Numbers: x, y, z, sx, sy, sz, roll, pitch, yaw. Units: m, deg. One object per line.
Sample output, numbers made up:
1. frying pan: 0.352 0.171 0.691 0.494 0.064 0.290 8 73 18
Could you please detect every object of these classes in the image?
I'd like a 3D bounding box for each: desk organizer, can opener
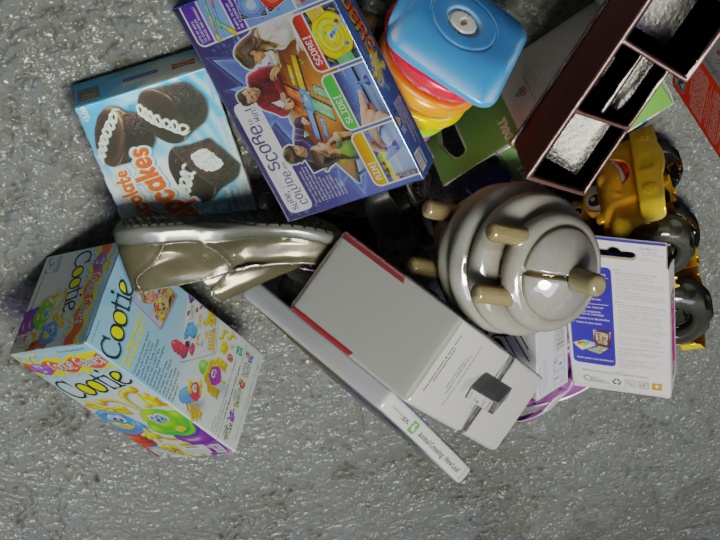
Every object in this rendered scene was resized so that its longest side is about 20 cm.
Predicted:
1. desk organizer: 0.203 -0.149 1.168 0.071 0.077 0.201 27 112 -14
2. can opener: 0.060 -0.027 1.386 0.066 0.053 0.201 -25 135 8

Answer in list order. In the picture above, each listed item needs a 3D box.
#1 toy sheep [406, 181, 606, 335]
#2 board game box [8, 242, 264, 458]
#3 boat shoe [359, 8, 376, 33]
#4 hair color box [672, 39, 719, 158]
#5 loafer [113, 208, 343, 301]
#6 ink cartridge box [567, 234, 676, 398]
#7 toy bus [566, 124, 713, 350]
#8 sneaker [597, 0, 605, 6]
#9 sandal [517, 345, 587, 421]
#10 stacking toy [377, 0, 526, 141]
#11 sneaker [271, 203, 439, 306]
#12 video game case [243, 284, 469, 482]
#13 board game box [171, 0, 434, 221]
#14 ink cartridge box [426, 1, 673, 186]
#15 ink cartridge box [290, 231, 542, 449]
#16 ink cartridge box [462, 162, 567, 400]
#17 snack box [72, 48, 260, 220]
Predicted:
1. toy sheep: 0.125 -0.009 1.216 0.137 0.200 0.139 -12 114 -28
2. board game box: -0.196 0.076 1.344 0.102 0.106 0.200 -9 142 37
3. boat shoe: -0.047 -0.142 1.254 0.075 0.072 0.201 20 127 1
4. hair color box: 0.351 -0.131 1.275 0.100 0.201 0.062 -8 133 -9
5. loafer: -0.109 -0.012 1.274 0.197 0.075 0.071 0 103 -3
6. ink cartridge box: 0.232 0.034 1.340 0.094 0.037 0.201 7 139 19
7. toy bus: 0.223 -0.017 1.404 0.190 0.137 0.201 -11 133 15
8. sneaker: 0.224 -0.270 1.199 0.199 0.077 0.111 34 125 -29
9. sandal: 0.172 0.127 1.554 0.200 0.050 0.083 -16 133 -2
10. stacking toy: 0.042 -0.145 1.257 0.109 0.117 0.200 32 139 -4
11. sneaker: 0.000 -0.002 1.384 0.198 0.060 0.105 10 132 -19
12. video game case: -0.002 0.102 1.370 0.022 0.200 0.182 -49 142 -5
13. board game box: -0.044 -0.146 1.184 0.134 0.035 0.201 -15 115 29
14. ink cartridge box: 0.155 -0.137 1.279 0.199 0.104 0.059 -32 131 13
15. ink cartridge box: 0.053 0.064 1.290 0.084 0.144 0.200 -53 149 0
16. ink cartridge box: 0.143 0.012 1.372 0.044 0.094 0.202 -26 129 -29
17. snack box: -0.158 -0.087 1.279 0.115 0.037 0.201 -17 133 0
